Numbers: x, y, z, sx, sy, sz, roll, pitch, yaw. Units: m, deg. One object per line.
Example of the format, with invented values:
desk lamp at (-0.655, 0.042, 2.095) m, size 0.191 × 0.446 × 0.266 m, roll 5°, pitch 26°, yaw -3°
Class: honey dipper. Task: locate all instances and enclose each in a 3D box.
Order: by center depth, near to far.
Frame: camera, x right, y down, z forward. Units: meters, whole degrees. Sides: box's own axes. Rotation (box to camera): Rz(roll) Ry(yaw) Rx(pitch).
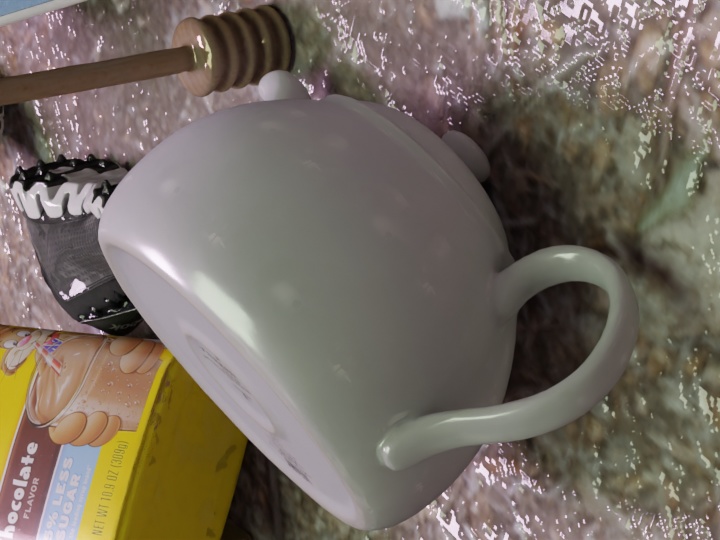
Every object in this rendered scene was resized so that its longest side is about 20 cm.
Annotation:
honey dipper at (-0.121, -0.085, 0.955) m, size 0.038 × 0.199 × 0.038 m, roll 27°, pitch 125°, yaw 47°

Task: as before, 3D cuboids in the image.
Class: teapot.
teapot at (0.000, 0.000, 0.877) m, size 0.200 × 0.146 × 0.197 m, roll 48°, pitch 168°, yaw 3°

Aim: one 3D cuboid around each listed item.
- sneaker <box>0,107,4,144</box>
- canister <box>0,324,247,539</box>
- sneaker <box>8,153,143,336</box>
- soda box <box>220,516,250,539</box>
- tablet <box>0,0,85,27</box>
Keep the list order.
sneaker at (-0.267, -0.091, 1.281) m, size 0.200 × 0.078 × 0.090 m, roll 46°, pitch 144°, yaw 47°
canister at (-0.163, 0.100, 1.107) m, size 0.199 × 0.086 × 0.149 m, roll 3°, pitch 70°, yaw 37°
sneaker at (-0.118, -0.009, 1.103) m, size 0.200 × 0.066 × 0.091 m, roll 11°, pitch 114°, yaw 57°
soda box at (-0.143, 0.136, 1.190) m, size 0.200 × 0.064 × 0.068 m, roll 36°, pitch 129°, yaw 44°
tablet at (-0.145, -0.189, 0.999) m, size 0.199 × 0.014 × 0.131 m, roll -15°, pitch 90°, yaw 13°
